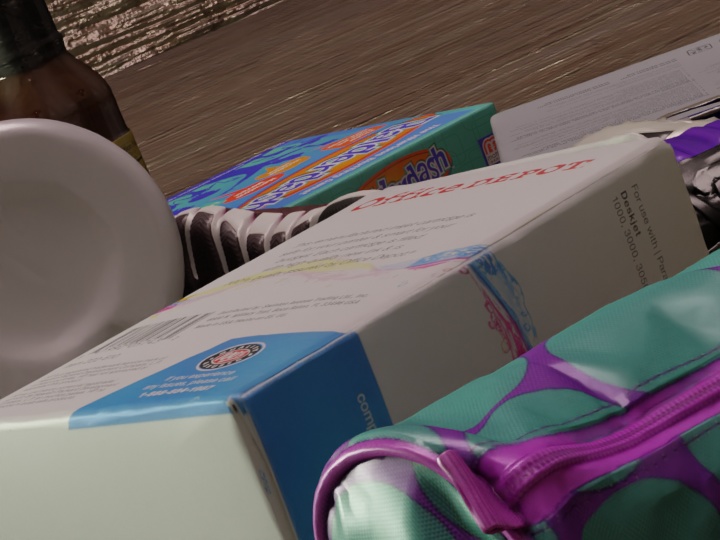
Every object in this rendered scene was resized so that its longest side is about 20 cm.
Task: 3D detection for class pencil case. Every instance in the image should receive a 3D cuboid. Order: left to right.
[{"bbox_3d":[0.087,0.034,0.596,0.200,0.085,0.092,-29,-21,-31],"label":"pencil case"}]

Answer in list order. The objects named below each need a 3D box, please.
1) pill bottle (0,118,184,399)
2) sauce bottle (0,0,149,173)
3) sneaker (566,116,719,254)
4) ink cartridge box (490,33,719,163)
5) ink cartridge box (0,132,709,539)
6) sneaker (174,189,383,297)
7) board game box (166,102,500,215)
[{"bbox_3d":[-0.132,0.005,0.986,0.114,0.114,0.200,-23,1,-8],"label":"pill bottle"},{"bbox_3d":[-0.132,-0.046,1.138,0.065,0.200,0.065,-23,10,4],"label":"sauce bottle"},{"bbox_3d":[0.144,-0.023,0.860,0.200,0.070,0.100,-20,16,33],"label":"sneaker"},{"bbox_3d":[0.159,-0.072,1.123,0.196,0.043,0.200,-19,12,5],"label":"ink cartridge box"},{"bbox_3d":[0.000,0.038,0.763,0.144,0.085,0.200,-9,17,48],"label":"ink cartridge box"},{"bbox_3d":[0.000,0.000,1.046,0.115,0.076,0.200,-13,6,-39],"label":"sneaker"},{"bbox_3d":[-0.036,-0.032,1.305,0.152,0.045,0.200,-28,13,-34],"label":"board game box"}]
